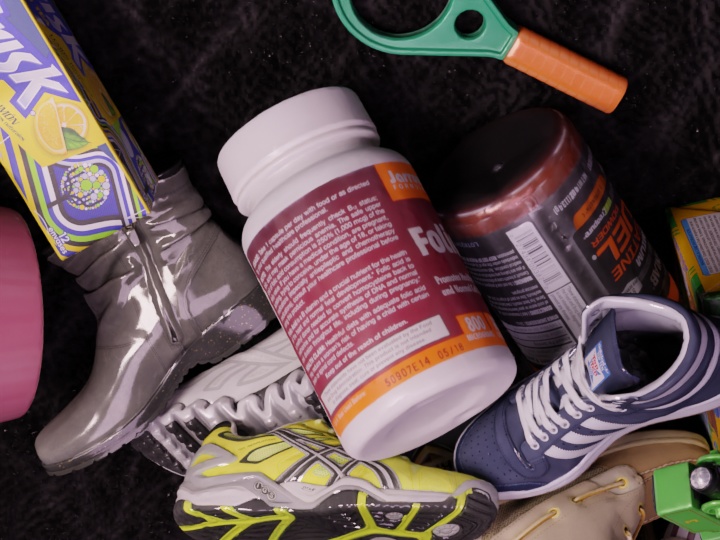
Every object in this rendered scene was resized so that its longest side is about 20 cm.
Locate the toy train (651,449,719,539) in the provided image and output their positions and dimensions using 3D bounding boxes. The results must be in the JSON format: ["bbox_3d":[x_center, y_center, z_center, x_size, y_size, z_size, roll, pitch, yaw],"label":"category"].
[{"bbox_3d":[0.242,0.156,1.550,0.056,0.042,0.200,-17,152,30],"label":"toy train"}]

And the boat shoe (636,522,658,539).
[{"bbox_3d":[0.165,0.197,1.688,0.074,0.066,0.201,-13,118,2],"label":"boat shoe"}]

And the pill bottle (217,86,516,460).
[{"bbox_3d":[0.000,0.000,1.486,0.114,0.114,0.201,-31,73,11],"label":"pill bottle"}]

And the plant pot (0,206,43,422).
[{"bbox_3d":[-0.290,0.028,1.490,0.178,0.200,0.201,-2,120,-23],"label":"plant pot"}]

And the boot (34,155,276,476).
[{"bbox_3d":[-0.156,0.025,1.572,0.200,0.068,0.131,-40,108,9],"label":"boot"}]

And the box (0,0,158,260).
[{"bbox_3d":[-0.195,-0.112,1.464,0.064,0.070,0.201,-28,107,9],"label":"box"}]

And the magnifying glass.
[{"bbox_3d":[0.073,-0.148,1.522,0.199,0.022,0.080,25,112,-16],"label":"magnifying glass"}]

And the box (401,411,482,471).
[{"bbox_3d":[0.013,0.191,1.596,0.199,0.046,0.160,-18,76,-19],"label":"box"}]

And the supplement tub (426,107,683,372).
[{"bbox_3d":[0.131,0.003,1.559,0.107,0.107,0.200,-31,117,10],"label":"supplement tub"}]

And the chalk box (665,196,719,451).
[{"bbox_3d":[0.273,0.060,1.594,0.123,0.125,0.201,-12,117,0],"label":"chalk box"}]

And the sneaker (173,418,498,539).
[{"bbox_3d":[-0.014,0.125,1.522,0.199,0.077,0.076,3,148,12],"label":"sneaker"}]

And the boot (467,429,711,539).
[{"bbox_3d":[0.159,0.183,1.540,0.199,0.156,0.073,-14,136,-23],"label":"boot"}]

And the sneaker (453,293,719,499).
[{"bbox_3d":[0.126,0.072,1.471,0.199,0.070,0.108,-26,159,20],"label":"sneaker"}]

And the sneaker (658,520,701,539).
[{"bbox_3d":[0.251,0.194,1.696,0.075,0.116,0.200,12,156,24],"label":"sneaker"}]

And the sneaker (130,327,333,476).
[{"bbox_3d":[-0.059,0.078,1.601,0.199,0.081,0.075,-16,134,25],"label":"sneaker"}]
